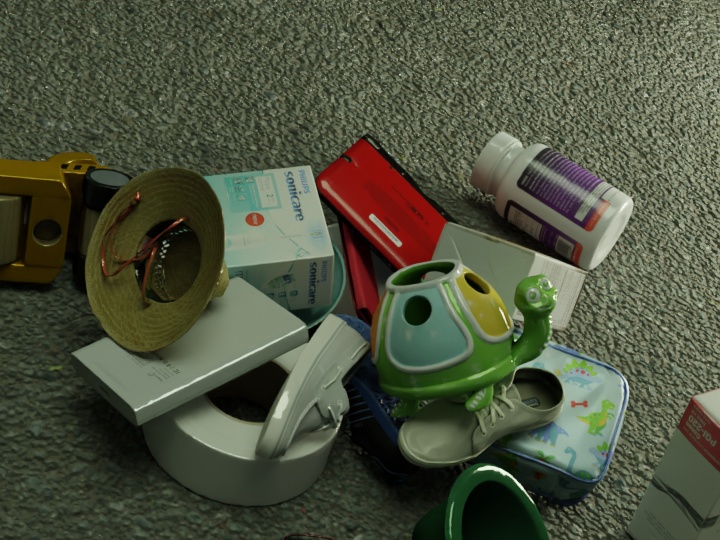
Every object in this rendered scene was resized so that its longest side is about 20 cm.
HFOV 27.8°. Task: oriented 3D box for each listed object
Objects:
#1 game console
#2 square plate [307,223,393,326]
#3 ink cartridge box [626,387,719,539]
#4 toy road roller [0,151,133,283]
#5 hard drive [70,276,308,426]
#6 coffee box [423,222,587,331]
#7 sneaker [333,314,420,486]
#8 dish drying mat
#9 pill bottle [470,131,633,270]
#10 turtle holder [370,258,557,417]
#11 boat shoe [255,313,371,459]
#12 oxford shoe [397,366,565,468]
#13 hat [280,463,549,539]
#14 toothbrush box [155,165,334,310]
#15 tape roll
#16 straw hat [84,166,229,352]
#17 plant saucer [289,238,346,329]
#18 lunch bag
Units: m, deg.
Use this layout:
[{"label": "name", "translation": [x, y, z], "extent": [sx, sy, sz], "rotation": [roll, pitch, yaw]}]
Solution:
[{"label": "game console", "translation": [0.036, -0.050, 1.739], "extent": [0.200, 0.119, 0.172], "rotation": [44, 49, 1]}, {"label": "square plate", "translation": [0.000, 0.020, 1.730], "extent": [0.197, 0.029, 0.200], "rotation": [-16, 50, -38]}, {"label": "ink cartridge box", "translation": [0.384, 0.215, 1.522], "extent": [0.145, 0.201, 0.085], "rotation": [-11, 42, -34]}, {"label": "toy road roller", "translation": [-0.347, -0.069, 1.615], "extent": [0.199, 0.123, 0.146], "rotation": [3, 25, -21]}, {"label": "hard drive", "translation": [-0.170, 0.077, 1.451], "extent": [0.199, 0.026, 0.132], "rotation": [-25, 37, -29]}, {"label": "coffee box", "translation": [0.168, 0.010, 1.652], "extent": [0.114, 0.080, 0.200], "rotation": [22, 3, 25]}, {"label": "sneaker", "translation": [0.007, 0.137, 1.546], "extent": [0.070, 0.078, 0.200], "rotation": [-3, 44, -33]}, {"label": "dish drying mat", "translation": [0.000, 0.000, 1.681], "extent": [0.018, 0.077, 0.200], "rotation": [-24, 40, 11]}, {"label": "pill bottle", "translation": [0.248, -0.097, 1.914], "extent": [0.200, 0.112, 0.111], "rotation": [34, 40, 17]}, {"label": "turtle holder", "translation": [0.094, 0.062, 1.457], "extent": [0.185, 0.132, 0.141], "rotation": [0, 23, 42]}, {"label": "boat shoe", "translation": [-0.042, 0.123, 1.442], "extent": [0.068, 0.072, 0.200], "rotation": [29, 34, 2]}, {"label": "oxford shoe", "translation": [0.126, 0.144, 1.481], "extent": [0.199, 0.058, 0.075], "rotation": [-16, 63, -25]}, {"label": "hat", "translation": [0.070, 0.286, 1.446], "extent": [0.201, 0.176, 0.166], "rotation": [60, 37, -10]}, {"label": "toothbrush box", "translation": [-0.139, -0.029, 1.607], "extent": [0.199, 0.086, 0.147], "rotation": [-5, 47, -10]}, {"label": "tape roll", "translation": [-0.120, 0.142, 1.492], "extent": [0.201, 0.071, 0.203], "rotation": [12, 38, -9]}, {"label": "straw hat", "translation": [-0.181, -0.005, 1.470], "extent": [0.085, 0.201, 0.201], "rotation": [21, 26, -49]}, {"label": "plant saucer", "translation": [-0.116, 0.014, 1.650], "extent": [0.199, 0.036, 0.201], "rotation": [2, 46, -2]}, {"label": "lunch bag", "translation": [0.184, 0.150, 1.578], "extent": [0.199, 0.083, 0.161], "rotation": [21, 58, 2]}]
